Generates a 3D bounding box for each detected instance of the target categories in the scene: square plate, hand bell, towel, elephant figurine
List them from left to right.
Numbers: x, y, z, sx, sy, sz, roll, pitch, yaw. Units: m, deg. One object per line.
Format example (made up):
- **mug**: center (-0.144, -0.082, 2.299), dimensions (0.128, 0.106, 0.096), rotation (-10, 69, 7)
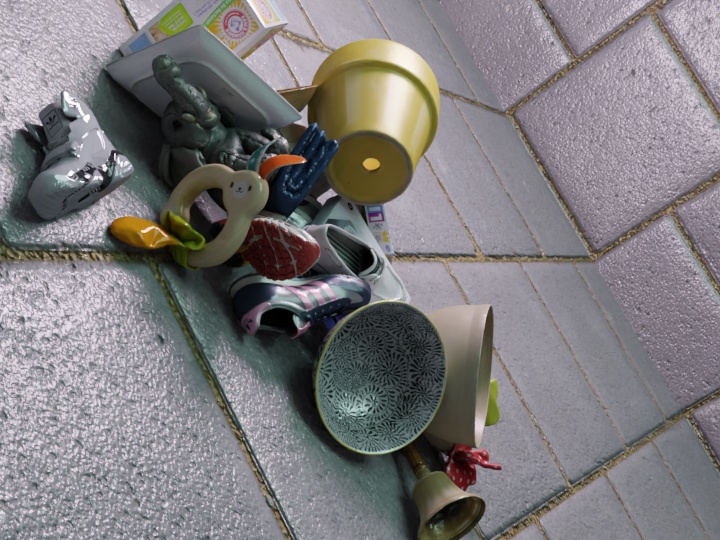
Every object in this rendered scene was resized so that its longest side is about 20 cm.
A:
- **square plate**: center (-0.209, -0.227, 1.575), dimensions (0.200, 0.196, 0.029), rotation (39, 55, -37)
- **elephant figurine**: center (-0.200, -0.167, 1.543), dimensions (0.198, 0.156, 0.142), rotation (31, 12, -7)
- **towel**: center (-0.091, -0.116, 1.577), dimensions (0.048, 0.112, 0.200), rotation (35, -17, -6)
- **hand bell**: center (0.079, 0.268, 1.642), dimensions (0.104, 0.104, 0.201), rotation (29, 21, -49)

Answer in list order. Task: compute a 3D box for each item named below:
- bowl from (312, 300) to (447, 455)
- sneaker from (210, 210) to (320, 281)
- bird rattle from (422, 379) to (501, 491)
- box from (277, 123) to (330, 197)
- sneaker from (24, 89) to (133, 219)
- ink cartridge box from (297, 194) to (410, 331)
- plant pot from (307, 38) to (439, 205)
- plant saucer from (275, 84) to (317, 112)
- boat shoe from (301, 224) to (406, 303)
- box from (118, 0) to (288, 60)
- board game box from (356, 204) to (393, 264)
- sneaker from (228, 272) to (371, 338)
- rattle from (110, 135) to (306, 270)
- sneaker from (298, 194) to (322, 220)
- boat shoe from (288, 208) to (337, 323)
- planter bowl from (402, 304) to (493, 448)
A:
- **bowl**: center (0.008, 0.133, 1.580), dimensions (0.201, 0.202, 0.094), rotation (44, -14, -27)
- **sneaker**: center (-0.109, -0.043, 1.496), dimensions (0.081, 0.199, 0.079), rotation (-23, 113, -31)
- **bird rattle**: center (0.131, 0.235, 1.807), dimensions (0.162, 0.113, 0.201), rotation (38, 38, -12)
- **box**: center (-0.102, -0.165, 1.827), dimensions (0.078, 0.094, 0.199), rotation (60, 20, 13)
- **sneaker**: center (-0.328, -0.127, 1.309), dimensions (0.116, 0.075, 0.200), rotation (54, 16, -3)
- **ink cartridge box**: center (-0.011, 0.014, 1.684), dimensions (0.201, 0.040, 0.201), rotation (58, 28, -17)
- **plant pot**: center (0.017, -0.200, 1.731), dimensions (0.201, 0.199, 0.190), rotation (44, 30, -28)
- **plant saucer**: center (-0.155, -0.232, 1.705), dimensions (0.200, 0.197, 0.036), rotation (-35, 118, -69)
- **boat shoe**: center (0.000, 0.000, 1.606), dimensions (0.199, 0.066, 0.075), rotation (28, 63, -36)
- **box**: center (-0.215, -0.326, 1.659), dimensions (0.113, 0.199, 0.101), rotation (54, 21, -3)
- **board game box**: center (0.014, -0.078, 1.883), dimensions (0.135, 0.034, 0.203), rotation (99, -17, -60)
- **sneaker**: center (-0.070, 0.053, 1.541), dimensions (0.197, 0.071, 0.083), rotation (-1, 51, -25)
- **rattle**: center (-0.180, -0.100, 1.410), dimensions (0.142, 0.199, 0.131), rotation (36, 30, -41)
- **sneaker**: center (-0.069, -0.045, 1.756), dimensions (0.200, 0.073, 0.080), rotation (40, 31, -38)
- **boat shoe**: center (-0.073, -0.009, 1.696), dimensions (0.202, 0.070, 0.072), rotation (52, 18, -18)
- **planter bowl**: center (0.112, 0.144, 1.696), dimensions (0.200, 0.132, 0.204), rotation (5, 90, -79)
